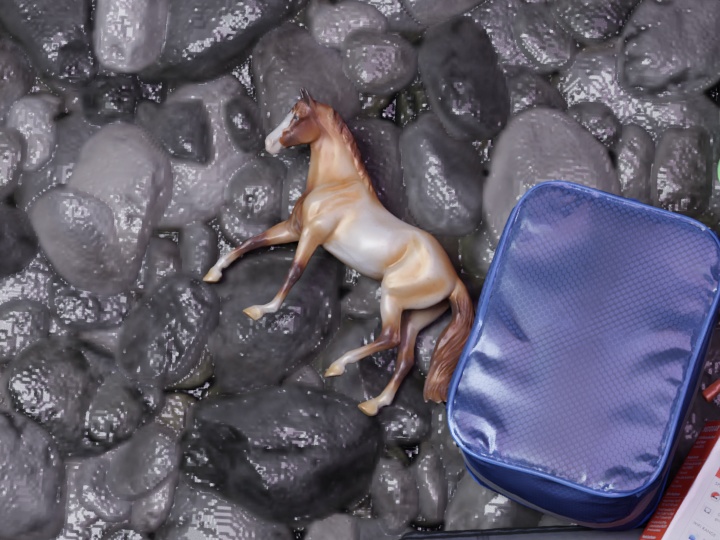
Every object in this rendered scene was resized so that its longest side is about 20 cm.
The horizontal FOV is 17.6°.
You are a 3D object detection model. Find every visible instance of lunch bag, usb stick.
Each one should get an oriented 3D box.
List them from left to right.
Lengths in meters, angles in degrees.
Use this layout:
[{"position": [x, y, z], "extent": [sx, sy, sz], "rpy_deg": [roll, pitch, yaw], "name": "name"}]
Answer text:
[{"position": [0.117, 0.181, 1.398], "extent": [0.199, 0.033, 0.056], "rpy_deg": [-2, 76, -2], "name": "usb stick"}, {"position": [0.136, 0.047, 1.380], "extent": [0.135, 0.132, 0.201], "rpy_deg": [19, 77, 10], "name": "lunch bag"}]

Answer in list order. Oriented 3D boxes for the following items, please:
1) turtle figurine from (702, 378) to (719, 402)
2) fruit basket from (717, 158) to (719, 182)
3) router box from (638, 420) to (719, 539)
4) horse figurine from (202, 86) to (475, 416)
[{"position": [0.318, 0.091, 1.396], "extent": [0.199, 0.065, 0.161], "rpy_deg": [-16, 46, -20], "name": "turtle figurine"}, {"position": [0.321, -0.068, 1.377], "extent": [0.215, 0.216, 0.156], "rpy_deg": [20, 77, 3], "name": "fruit basket"}, {"position": [0.249, 0.215, 1.363], "extent": [0.200, 0.049, 0.180], "rpy_deg": [33, 81, -4], "name": "router box"}, {"position": [0.000, 0.000, 1.430], "extent": [0.200, 0.050, 0.133], "rpy_deg": [39, 84, 9], "name": "horse figurine"}]
